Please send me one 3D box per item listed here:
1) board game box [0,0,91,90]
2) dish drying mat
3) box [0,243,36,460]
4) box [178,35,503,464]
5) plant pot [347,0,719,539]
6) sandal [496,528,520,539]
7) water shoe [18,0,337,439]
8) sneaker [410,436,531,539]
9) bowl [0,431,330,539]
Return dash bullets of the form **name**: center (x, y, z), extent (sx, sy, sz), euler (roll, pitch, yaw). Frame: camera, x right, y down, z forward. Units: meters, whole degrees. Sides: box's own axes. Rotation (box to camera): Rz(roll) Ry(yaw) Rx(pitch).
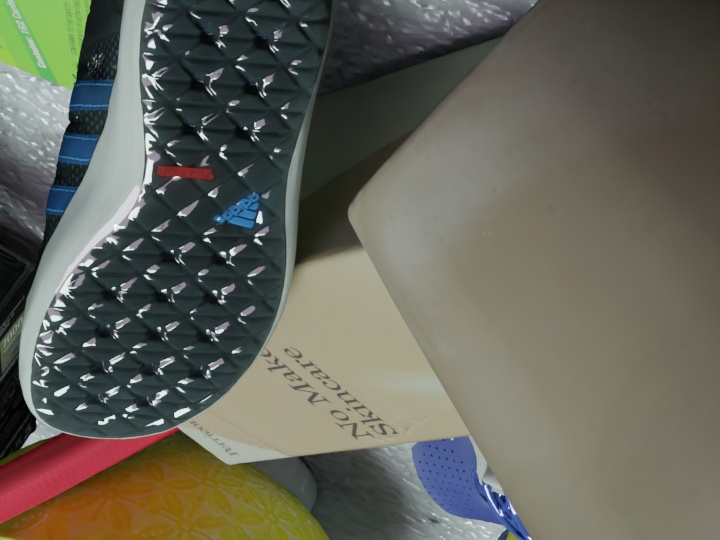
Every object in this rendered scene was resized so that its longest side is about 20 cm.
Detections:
- **board game box**: center (-0.141, -0.111, 0.730), extent (0.199, 0.030, 0.096), euler (20, 151, 8)
- **dish drying mat**: center (-0.116, 0.072, 0.859), extent (0.018, 0.199, 0.077), euler (61, 152, 6)
- **box**: center (-0.220, 0.087, 0.946), extent (0.086, 0.200, 0.164), euler (29, 154, 7)
- **box**: center (0.000, 0.000, 0.739), extent (0.095, 0.078, 0.200), euler (40, 150, -25)
- **plant pot**: center (0.097, 0.006, 0.576), extent (0.174, 0.200, 0.200), euler (45, 152, 2)
- **sandal**: center (0.098, 0.183, 0.902), extent (0.087, 0.079, 0.201), euler (-29, 83, 55)
- **water shoe**: center (-0.050, -0.038, 0.663), extent (0.071, 0.079, 0.200), euler (9, 129, -18)
- **sneaker**: center (0.084, 0.083, 0.767), extent (0.199, 0.115, 0.081), euler (-5, 138, 46)
- **bowl**: center (-0.075, 0.123, 0.983), extent (0.199, 0.108, 0.200), euler (21, 151, 12)
